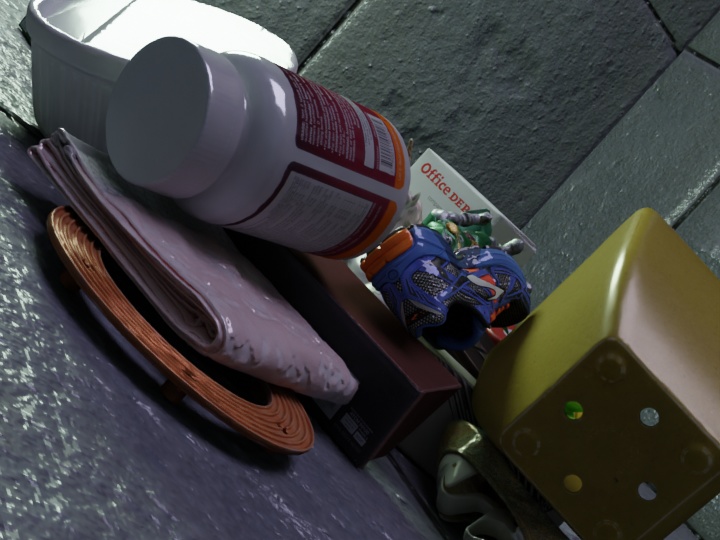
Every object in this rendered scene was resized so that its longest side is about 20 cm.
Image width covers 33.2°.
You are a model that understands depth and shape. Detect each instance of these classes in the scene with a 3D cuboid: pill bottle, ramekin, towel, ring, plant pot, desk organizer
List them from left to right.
[{"bbox_3d":[-0.153,-0.136,0.901,0.199,0.096,0.203,14,25,-6],"label":"ramekin"},{"bbox_3d":[-0.104,0.037,0.694,0.200,0.019,0.200,43,6,-6],"label":"ring"},{"bbox_3d":[-0.096,0.002,0.760,0.191,0.032,0.200,46,7,24],"label":"towel"},{"bbox_3d":[-0.062,-0.077,0.788,0.199,0.110,0.110,17,24,-51],"label":"pill bottle"},{"bbox_3d":[-0.025,0.042,0.873,0.200,0.072,0.077,46,19,23],"label":"desk organizer"},{"bbox_3d":[0.195,0.102,0.890,0.194,0.196,0.200,47,23,6],"label":"plant pot"}]

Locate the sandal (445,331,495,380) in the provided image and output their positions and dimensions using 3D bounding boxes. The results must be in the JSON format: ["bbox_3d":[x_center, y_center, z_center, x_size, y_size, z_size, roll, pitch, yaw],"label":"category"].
[{"bbox_3d":[0.056,0.030,1.082,0.201,0.054,0.081,57,31,13],"label":"sandal"}]

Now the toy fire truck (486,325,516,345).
[{"bbox_3d":[0.089,0.093,1.342,0.166,0.113,0.200,2,34,-44],"label":"toy fire truck"}]

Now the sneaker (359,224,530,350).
[{"bbox_3d":[0.072,0.027,0.917,0.199,0.075,0.079,11,51,-53],"label":"sneaker"}]

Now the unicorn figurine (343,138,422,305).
[{"bbox_3d":[0.000,0.000,1.002,0.074,0.135,0.202,91,-14,-54],"label":"unicorn figurine"}]

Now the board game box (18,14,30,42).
[{"bbox_3d":[-0.249,-0.173,1.174,0.134,0.029,0.200,40,7,-43],"label":"board game box"}]

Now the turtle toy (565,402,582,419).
[{"bbox_3d":[0.148,0.149,1.120,0.198,0.103,0.145,7,-19,38],"label":"turtle toy"}]

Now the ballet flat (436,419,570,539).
[{"bbox_3d":[0.093,0.177,0.878,0.071,0.071,0.200,38,7,-41],"label":"ballet flat"}]

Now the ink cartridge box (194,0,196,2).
[{"bbox_3d":[-0.188,-0.209,1.329,0.200,0.137,0.076,43,10,-4],"label":"ink cartridge box"}]

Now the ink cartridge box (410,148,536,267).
[{"bbox_3d":[0.060,-0.004,1.246,0.084,0.200,0.146,37,7,-47],"label":"ink cartridge box"}]

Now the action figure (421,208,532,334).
[{"bbox_3d":[0.096,-0.012,1.047,0.199,0.054,0.120,13,63,-62],"label":"action figure"}]

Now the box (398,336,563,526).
[{"bbox_3d":[0.088,0.140,1.004,0.199,0.082,0.068,41,7,-9],"label":"box"}]
